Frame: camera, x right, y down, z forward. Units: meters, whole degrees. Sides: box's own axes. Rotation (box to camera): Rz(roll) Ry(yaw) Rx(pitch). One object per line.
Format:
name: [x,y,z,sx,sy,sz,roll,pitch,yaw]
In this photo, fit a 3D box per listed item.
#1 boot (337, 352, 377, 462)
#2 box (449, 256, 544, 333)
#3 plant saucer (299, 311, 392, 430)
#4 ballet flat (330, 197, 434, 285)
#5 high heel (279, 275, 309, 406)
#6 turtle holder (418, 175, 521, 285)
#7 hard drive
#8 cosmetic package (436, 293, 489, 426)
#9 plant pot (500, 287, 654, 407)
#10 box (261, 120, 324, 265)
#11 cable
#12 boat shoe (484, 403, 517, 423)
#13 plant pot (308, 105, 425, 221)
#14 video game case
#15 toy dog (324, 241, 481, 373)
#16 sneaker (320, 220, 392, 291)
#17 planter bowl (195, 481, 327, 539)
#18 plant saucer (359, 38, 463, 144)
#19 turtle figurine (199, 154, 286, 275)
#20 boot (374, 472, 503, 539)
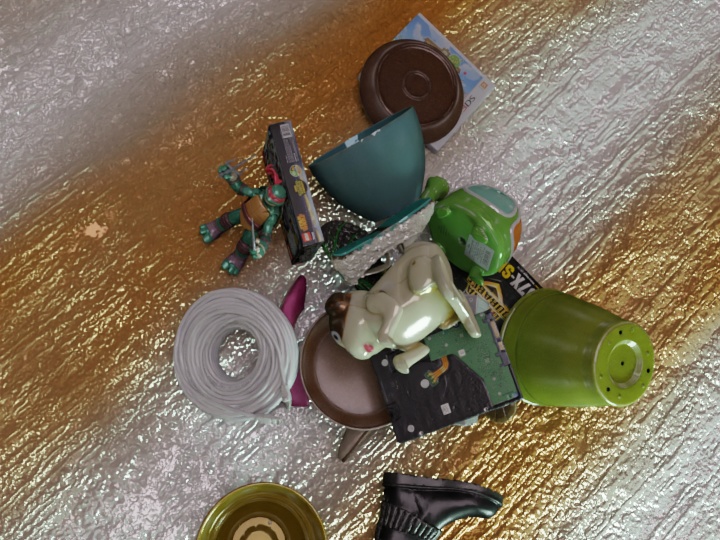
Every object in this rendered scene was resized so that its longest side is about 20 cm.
boot: [-0.016,0.187,1.221,0.146,0.070,0.200,40,72,5]
box: [0.219,0.044,1.305,0.200,0.049,0.160,45,72,0]
plant saucer: [0.001,0.150,1.179,0.196,0.037,0.204,3,72,-8]
ballet flat: [0.041,-0.042,1.172,0.198,0.072,0.072,-32,86,-19]
high heel: [-0.098,0.114,1.211,0.095,0.067,0.203,19,90,3]
turtle holder: [0.182,-0.076,1.244,0.131,0.184,0.143,-39,124,-30]
hard drive: [0.127,0.159,1.119,0.197,0.038,0.142,-23,75,12]
cosmetic package: [0.150,0.141,1.192,0.089,0.107,0.204,7,82,20]
plant pot: [0.358,0.136,1.211,0.197,0.192,0.205,-1,93,-25]
box: [-0.113,-0.122,1.220,0.039,0.137,0.203,-14,81,-14]
cable: [-0.190,0.130,1.158,0.196,0.069,0.204,3,87,11]
boat shoe: [0.188,0.171,1.264,0.073,0.065,0.201,-40,71,12]
plant pot: [0.031,-0.163,1.241,0.199,0.200,0.136,-34,102,-16]
video game case: [0.123,-0.345,1.376,0.200,0.022,0.182,43,73,-1]
toy dog: [0.044,0.050,1.087,0.198,0.140,0.196,-28,54,11]
sneaker: [0.000,0.000,1.228,0.200,0.085,0.078,46,64,-20]
planter bowl: [-0.151,0.421,1.128,0.196,0.083,0.204,3,78,-12]
plant saucer: [0.097,-0.326,1.339,0.196,0.034,0.204,2,80,-13]
turtle figurine: [-0.172,-0.084,1.171,0.100,0.200,0.152,-9,67,-43]
boot: [0.120,0.415,1.188,0.207,0.080,0.161,8,70,0]
